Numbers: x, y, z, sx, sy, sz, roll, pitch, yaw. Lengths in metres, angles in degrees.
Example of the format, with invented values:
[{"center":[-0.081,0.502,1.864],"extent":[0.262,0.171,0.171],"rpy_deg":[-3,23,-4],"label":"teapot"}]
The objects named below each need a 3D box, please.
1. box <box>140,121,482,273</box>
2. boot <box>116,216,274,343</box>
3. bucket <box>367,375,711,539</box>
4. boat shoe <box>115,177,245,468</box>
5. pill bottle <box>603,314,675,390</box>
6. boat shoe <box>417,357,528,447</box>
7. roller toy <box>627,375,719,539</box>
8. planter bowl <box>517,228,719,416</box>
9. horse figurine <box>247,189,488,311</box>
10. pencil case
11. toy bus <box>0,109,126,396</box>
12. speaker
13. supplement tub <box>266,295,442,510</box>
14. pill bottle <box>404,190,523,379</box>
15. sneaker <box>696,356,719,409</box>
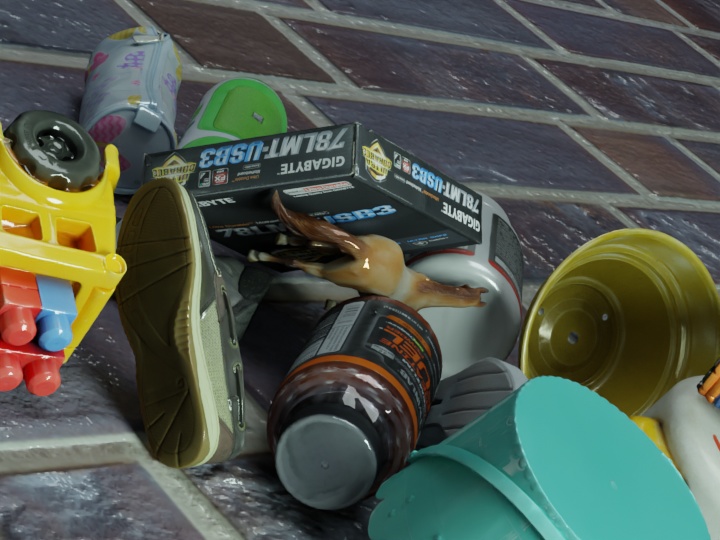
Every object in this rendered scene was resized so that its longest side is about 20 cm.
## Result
[{"center":[-0.036,-0.054,1.591],"extent":[0.200,0.050,0.198],"rpy_deg":[-7,-17,30],"label":"box"},{"center":[-0.144,0.016,1.514],"extent":[0.132,0.070,0.200],"rpy_deg":[28,10,-2],"label":"boot"},{"center":[0.122,0.178,1.327],"extent":[0.207,0.135,0.207],"rpy_deg":[32,30,-22],"label":"bucket"},{"center":[-0.120,0.037,1.390],"extent":[0.065,0.073,0.200],"rpy_deg":[10,71,-54],"label":"boat shoe"},{"center":[0.262,0.073,1.809],"extent":[0.112,0.112,0.200],"rpy_deg":[23,17,-15],"label":"pill bottle"},{"center":[0.097,0.111,1.494],"extent":[0.071,0.072,0.200],"rpy_deg":[30,-11,-12],"label":"boat shoe"},{"center":[0.274,0.175,1.531],"extent":[0.200,0.140,0.182],"rpy_deg":[45,30,6],"label":"roller toy"},{"center":[0.193,0.061,1.653],"extent":[0.200,0.200,0.083],"rpy_deg":[17,-1,-29],"label":"planter bowl"},{"center":[0.000,0.000,1.556],"extent":[0.132,0.050,0.200],"rpy_deg":[6,-18,29],"label":"horse figurine"},{"center":[-0.195,-0.140,1.743],"extent":[0.083,0.091,0.200],"rpy_deg":[43,18,-21],"label":"pencil case"},{"center":[-0.260,-0.008,1.357],"extent":[0.200,0.136,0.192],"rpy_deg":[14,43,-30],"label":"toy bus"},{"center":[-0.114,-0.106,1.780],"extent":[0.088,0.088,0.200],"rpy_deg":[27,22,-6],"label":"speaker"},{"center":[-0.005,0.097,1.445],"extent":[0.107,0.107,0.200],"rpy_deg":[29,22,-1],"label":"supplement tub"},{"center":[0.082,0.007,1.734],"extent":[0.116,0.116,0.200],"rpy_deg":[28,22,-5],"label":"pill bottle"},{"center":[0.328,0.093,1.515],"extent":[0.200,0.075,0.078],"rpy_deg":[-8,54,-47],"label":"sneaker"}]
